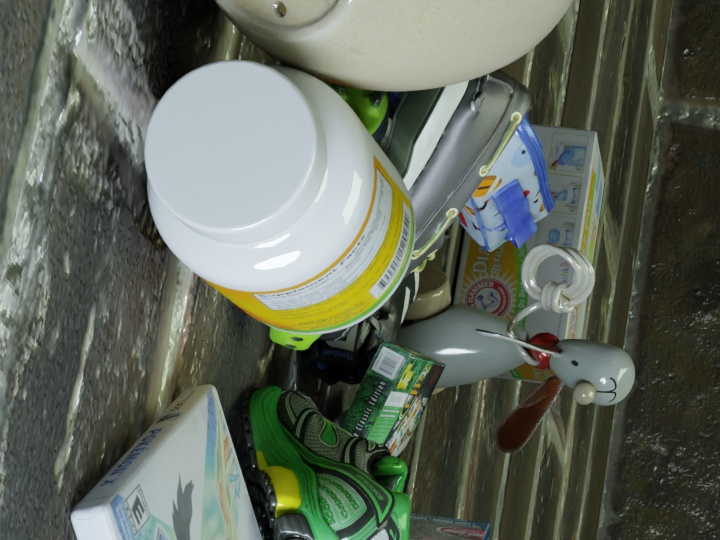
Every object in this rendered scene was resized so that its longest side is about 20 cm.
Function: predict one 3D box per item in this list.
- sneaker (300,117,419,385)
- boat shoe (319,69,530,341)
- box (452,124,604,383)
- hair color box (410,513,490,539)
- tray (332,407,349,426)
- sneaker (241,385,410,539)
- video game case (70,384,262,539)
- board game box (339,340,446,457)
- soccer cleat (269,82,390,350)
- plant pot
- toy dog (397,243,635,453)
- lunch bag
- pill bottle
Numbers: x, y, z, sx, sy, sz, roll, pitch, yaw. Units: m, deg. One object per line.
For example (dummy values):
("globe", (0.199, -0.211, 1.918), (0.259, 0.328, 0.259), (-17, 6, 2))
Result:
("sneaker", (0.000, 0.000, 1.545), (0.200, 0.073, 0.112), (81, 20, -52))
("boat shoe", (0.029, -0.034, 1.463), (0.201, 0.061, 0.072), (-59, -157, 23))
("box", (0.146, -0.015, 2.157), (0.113, 0.101, 0.200), (65, 33, -69))
("hair color box", (0.030, 0.262, 1.648), (0.061, 0.100, 0.200), (-55, 149, -67))
("tray", (-0.018, 0.185, 1.679), (0.107, 0.022, 0.200), (-36, 131, -75))
("sneaker", (-0.020, 0.122, 1.402), (0.200, 0.085, 0.078), (-119, -157, -66))
("video game case", (-0.077, 0.178, 1.243), (0.182, 0.022, 0.200), (-50, 125, -69))
("board game box", (0.012, 0.097, 1.568), (0.105, 0.023, 0.200), (-60, 171, 0))
("soccer cleat", (-0.027, -0.049, 1.443), (0.081, 0.067, 0.200), (121, -19, -57))
("plant pot", (-0.005, -0.171, 1.200), (0.134, 0.200, 0.201), (-33, 130, -53))
("toy dog", (0.083, 0.065, 1.771), (0.096, 0.200, 0.132), (-46, 118, -45))
("lunch bag", (0.062, -0.095, 1.591), (0.160, 0.076, 0.200), (53, 0, 16))
("pill bottle", (-0.042, -0.038, 1.233), (0.200, 0.111, 0.111), (47, 51, -74))
